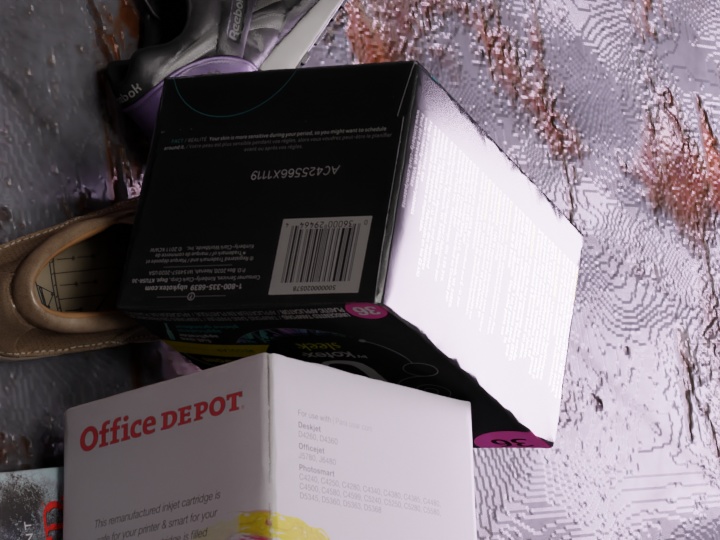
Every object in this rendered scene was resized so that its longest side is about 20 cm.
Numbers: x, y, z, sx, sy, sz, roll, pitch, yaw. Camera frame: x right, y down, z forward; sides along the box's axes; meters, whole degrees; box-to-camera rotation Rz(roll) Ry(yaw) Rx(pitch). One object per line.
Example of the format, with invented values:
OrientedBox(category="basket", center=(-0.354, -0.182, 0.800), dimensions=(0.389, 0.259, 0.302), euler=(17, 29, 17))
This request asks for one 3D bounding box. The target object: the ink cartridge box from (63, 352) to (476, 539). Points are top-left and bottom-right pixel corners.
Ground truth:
OrientedBox(category="ink cartridge box", center=(-0.042, 0.158, 1.150), dimensions=(0.146, 0.147, 0.200), euler=(16, 66, -44))

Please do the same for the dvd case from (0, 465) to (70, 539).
OrientedBox(category="dvd case", center=(-0.142, 0.166, 1.167), dimensions=(0.200, 0.022, 0.146), euler=(-1, 78, -45))

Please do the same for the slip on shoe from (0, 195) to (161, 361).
OrientedBox(category="slip on shoe", center=(-0.115, -0.002, 1.221), dimensions=(0.200, 0.061, 0.076), euler=(-12, 85, -47))

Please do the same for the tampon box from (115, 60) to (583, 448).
OrientedBox(category="tampon box", center=(0.000, 0.000, 1.217), dimensions=(0.200, 0.150, 0.127), euler=(41, 53, -52))

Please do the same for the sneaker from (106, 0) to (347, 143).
OrientedBox(category="sneaker", center=(-0.066, -0.146, 1.313), dimensions=(0.088, 0.076, 0.200), euler=(43, 50, -20))
